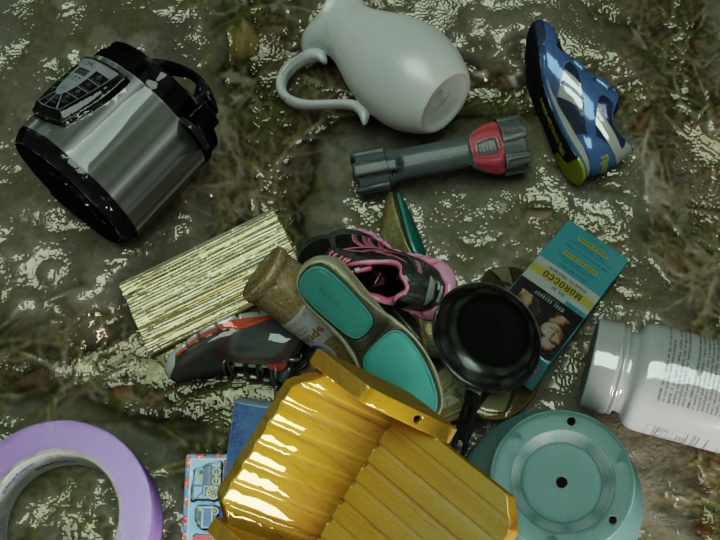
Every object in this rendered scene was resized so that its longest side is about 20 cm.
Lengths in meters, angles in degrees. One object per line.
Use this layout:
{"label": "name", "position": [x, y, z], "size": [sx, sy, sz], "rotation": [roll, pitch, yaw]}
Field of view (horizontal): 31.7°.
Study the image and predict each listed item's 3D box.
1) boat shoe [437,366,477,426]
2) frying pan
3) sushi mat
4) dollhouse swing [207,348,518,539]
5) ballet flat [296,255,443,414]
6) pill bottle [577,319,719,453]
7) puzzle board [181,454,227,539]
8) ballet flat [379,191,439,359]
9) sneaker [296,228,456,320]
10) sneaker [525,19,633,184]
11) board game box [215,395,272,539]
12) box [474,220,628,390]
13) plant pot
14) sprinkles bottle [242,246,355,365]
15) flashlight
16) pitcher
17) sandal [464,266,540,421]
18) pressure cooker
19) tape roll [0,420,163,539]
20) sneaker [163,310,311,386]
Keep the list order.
{"label": "boat shoe", "position": [0.049, 0.176, 1.316], "size": [0.200, 0.073, 0.063], "rotation": [-40, 73, -14]}
{"label": "frying pan", "position": [0.132, 0.100, 1.252], "size": [0.115, 0.031, 0.191], "rotation": [-3, 107, 29]}
{"label": "sushi mat", "position": [-0.164, 0.012, 1.418], "size": [0.199, 0.012, 0.096], "rotation": [-26, 70, -7]}
{"label": "dollhouse swing", "position": [0.005, 0.217, 1.134], "size": [0.200, 0.181, 0.176], "rotation": [-57, 37, 5]}
{"label": "ballet flat", "position": [0.014, 0.065, 1.259], "size": [0.069, 0.069, 0.200], "rotation": [-37, 88, -11]}
{"label": "pill bottle", "position": [0.332, 0.120, 1.306], "size": [0.199, 0.113, 0.114], "rotation": [14, 70, 7]}
{"label": "puzzle board", "position": [-0.111, 0.288, 1.310], "size": [0.150, 0.017, 0.201], "rotation": [-1, 70, 2]}
{"label": "ballet flat", "position": [0.053, 0.007, 1.388], "size": [0.070, 0.071, 0.201], "rotation": [-23, 70, -6]}
{"label": "sneaker", "position": [0.000, 0.000, 1.336], "size": [0.199, 0.095, 0.079], "rotation": [14, 98, 37]}
{"label": "sneaker", "position": [0.246, -0.198, 1.454], "size": [0.082, 0.074, 0.201], "rotation": [-17, 77, -6]}
{"label": "board game box", "position": [-0.040, 0.239, 1.258], "size": [0.198, 0.043, 0.201], "rotation": [8, 93, 5]}
{"label": "box", "position": [0.200, 0.033, 1.332], "size": [0.082, 0.049, 0.200], "rotation": [35, 48, 11]}
{"label": "plant pot", "position": [0.185, 0.224, 1.233], "size": [0.199, 0.188, 0.201], "rotation": [-1, 70, 2]}
{"label": "sprinkles bottle", "position": [-0.026, 0.058, 1.320], "size": [0.200, 0.068, 0.068], "rotation": [37, 73, -15]}
{"label": "flashlight", "position": [0.089, -0.126, 1.432], "size": [0.199, 0.068, 0.068], "rotation": [-11, 40, -1]}
{"label": "pitcher", "position": [0.011, -0.224, 1.455], "size": [0.200, 0.121, 0.172], "rotation": [40, 92, 26]}
{"label": "sandal", "position": [0.153, 0.082, 1.352], "size": [0.080, 0.054, 0.200], "rotation": [6, 48, 2]}
{"label": "pressure cooker", "position": [-0.258, -0.153, 1.401], "size": [0.176, 0.179, 0.200], "rotation": [42, 76, 0]}
{"label": "tape roll", "position": [-0.307, 0.259, 1.303], "size": [0.199, 0.066, 0.201], "rotation": [0, 69, 1]}
{"label": "sneaker", "position": [-0.110, 0.089, 1.357], "size": [0.199, 0.077, 0.082], "rotation": [-21, 76, -5]}
